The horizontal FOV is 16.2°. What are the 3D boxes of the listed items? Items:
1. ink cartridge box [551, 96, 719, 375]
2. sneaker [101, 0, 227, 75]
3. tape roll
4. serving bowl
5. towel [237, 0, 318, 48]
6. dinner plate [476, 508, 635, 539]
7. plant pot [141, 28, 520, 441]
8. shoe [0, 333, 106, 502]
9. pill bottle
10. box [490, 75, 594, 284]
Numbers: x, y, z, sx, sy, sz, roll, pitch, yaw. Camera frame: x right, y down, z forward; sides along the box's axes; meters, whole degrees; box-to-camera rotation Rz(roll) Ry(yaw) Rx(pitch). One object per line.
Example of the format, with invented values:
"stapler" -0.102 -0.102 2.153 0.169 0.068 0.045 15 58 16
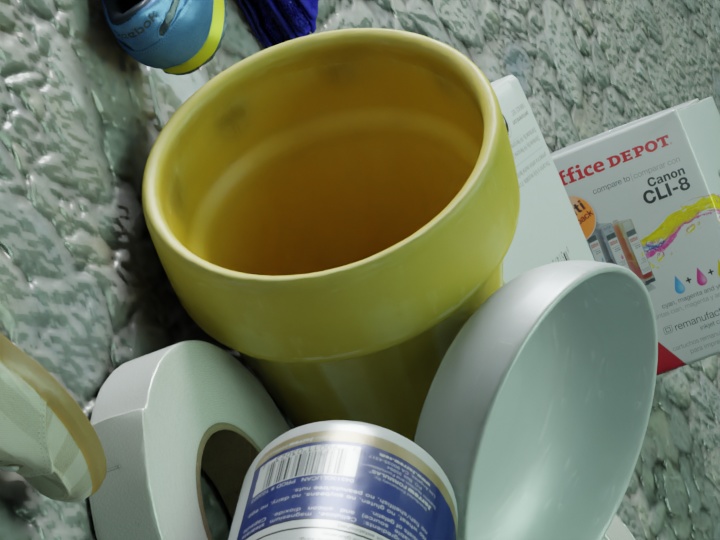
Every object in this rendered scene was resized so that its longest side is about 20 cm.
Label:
"ink cartridge box" 0.245 -0.025 2.080 0.200 0.145 0.145 69 21 0
"sneaker" -0.126 -0.209 1.438 0.078 0.066 0.200 30 44 -54
"tape roll" -0.072 0.134 1.294 0.203 0.037 0.203 52 27 -41
"serving bowl" 0.083 0.084 1.348 0.200 0.066 0.200 -37 136 -46
"towel" -0.062 -0.251 1.659 0.148 0.050 0.200 56 24 -34
"dinner plate" 0.100 0.186 1.413 0.200 0.024 0.200 19 54 -28
"plant pot" 0.000 0.000 1.401 0.201 0.201 0.189 -88 164 -46
"shoe" -0.178 0.043 1.100 0.053 0.070 0.200 -49 132 -18
"pill bottle" -0.017 0.171 1.184 0.111 0.111 0.200 59 24 -26
"box" 0.056 0.002 1.602 0.200 0.131 0.199 67 21 -6
